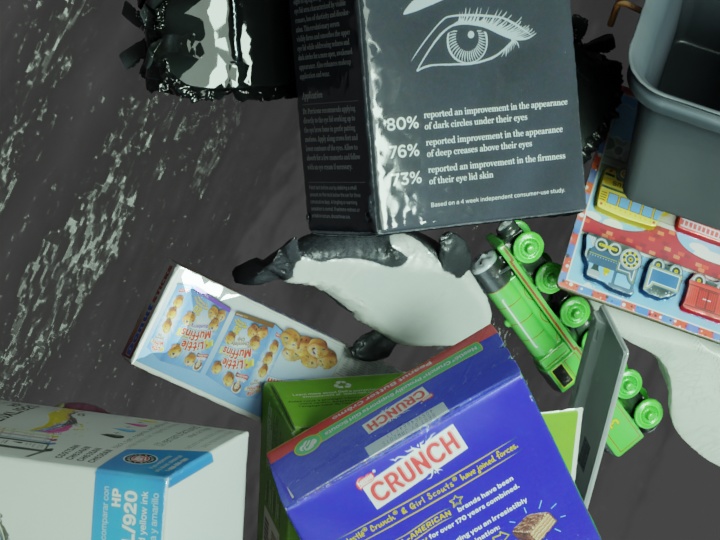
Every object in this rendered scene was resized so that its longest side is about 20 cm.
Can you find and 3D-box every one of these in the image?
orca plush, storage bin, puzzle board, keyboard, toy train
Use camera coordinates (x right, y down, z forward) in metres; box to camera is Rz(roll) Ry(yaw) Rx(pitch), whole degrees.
[{"bbox_3d":[0.000,0.000,1.430,0.199,0.071,0.106,2,126,-34],"label":"orca plush"},{"bbox_3d":[0.228,-0.133,1.410,0.144,0.135,0.201,18,53,6],"label":"storage bin"},{"bbox_3d":[0.246,-0.027,1.467,0.198,0.017,0.152,19,75,-3],"label":"puzzle board"},{"bbox_3d":[0.152,0.121,1.478,0.011,0.056,0.201,-3,125,-19],"label":"keyboard"},{"bbox_3d":[0.142,0.049,1.512,0.056,0.042,0.200,-38,113,-1],"label":"toy train"}]

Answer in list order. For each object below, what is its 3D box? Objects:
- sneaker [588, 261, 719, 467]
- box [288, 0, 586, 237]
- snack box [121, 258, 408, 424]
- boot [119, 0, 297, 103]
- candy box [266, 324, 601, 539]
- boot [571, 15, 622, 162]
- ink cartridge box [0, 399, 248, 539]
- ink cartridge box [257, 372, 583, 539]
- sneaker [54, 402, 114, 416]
[{"bbox_3d":[0.237,0.048,1.530,0.075,0.089,0.201,-27,110,28],"label":"sneaker"},{"bbox_3d":[0.044,-0.127,1.307,0.147,0.104,0.202,-6,94,-25],"label":"box"},{"bbox_3d":[-0.056,0.066,1.435,0.199,0.024,0.072,27,91,-25],"label":"snack box"},{"bbox_3d":[-0.052,-0.189,1.363,0.196,0.073,0.164,-2,99,-16],"label":"boot"},{"bbox_3d":[0.057,0.164,1.364,0.168,0.077,0.201,-28,119,-3],"label":"candy box"},{"bbox_3d":[0.073,-0.098,1.431,0.162,0.073,0.199,31,85,-28],"label":"boot"},{"bbox_3d":[-0.185,0.165,1.283,0.198,0.147,0.146,6,98,15],"label":"ink cartridge box"},{"bbox_3d":[0.037,0.148,1.437,0.198,0.076,0.149,-4,114,-17],"label":"ink cartridge box"},{"bbox_3d":[-0.137,0.171,1.384,0.075,0.090,0.201,-38,112,-12],"label":"sneaker"}]
